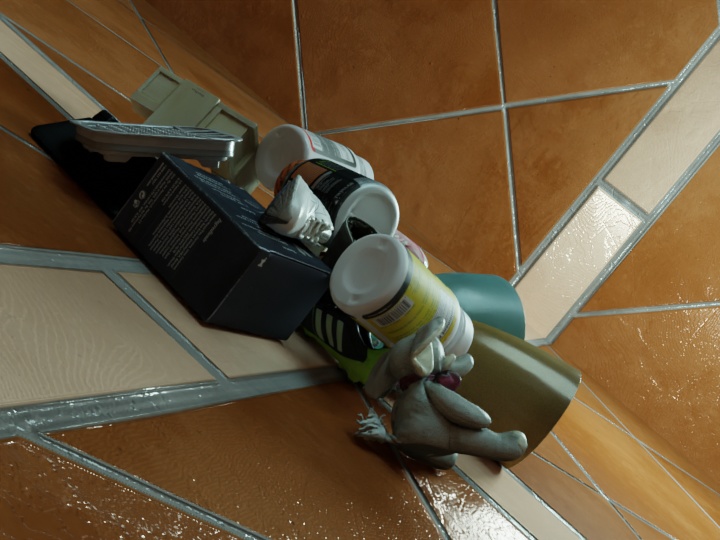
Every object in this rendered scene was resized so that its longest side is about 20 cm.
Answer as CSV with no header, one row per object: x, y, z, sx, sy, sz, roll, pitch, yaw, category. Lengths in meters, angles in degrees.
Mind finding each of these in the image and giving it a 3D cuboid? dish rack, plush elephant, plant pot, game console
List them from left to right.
-0.332,-0.118,1.492,0.200,0.116,0.176,43,-20,23,game console
-0.268,-0.165,1.414,0.199,0.044,0.172,1,12,-26,dish rack
0.086,0.148,1.336,0.200,0.155,0.165,18,-24,-26,plush elephant
0.145,0.093,1.794,0.161,0.201,0.201,12,24,-36,plant pot
0.198,0.165,1.646,0.200,0.187,0.186,38,9,-2,plant pot

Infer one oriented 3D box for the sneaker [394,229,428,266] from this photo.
0.019,-0.056,1.778,0.200,0.075,0.105,43,2,33,sneaker

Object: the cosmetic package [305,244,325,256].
-0.088,-0.053,1.856,0.073,0.104,0.200,38,10,0,cosmetic package

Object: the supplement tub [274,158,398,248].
-0.042,-0.099,1.649,0.122,0.123,0.200,31,0,-39,supplement tub

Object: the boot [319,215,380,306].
-0.049,-0.010,1.539,0.182,0.073,0.200,39,-34,8,boot

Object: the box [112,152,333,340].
-0.168,-0.026,1.365,0.200,0.118,0.197,42,9,26,box

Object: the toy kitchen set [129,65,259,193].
-0.295,-0.188,1.799,0.200,0.163,0.181,33,-25,14,toy kitchen set

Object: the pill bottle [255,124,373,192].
-0.073,-0.167,1.830,0.114,0.114,0.200,45,17,33,pill bottle

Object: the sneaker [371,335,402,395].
0.053,0.115,1.619,0.200,0.078,0.140,-95,159,-47,sneaker

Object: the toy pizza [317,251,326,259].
0.000,0.000,1.707,0.200,0.032,0.200,7,-12,2,toy pizza

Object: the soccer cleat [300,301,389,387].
-0.033,0.076,1.510,0.200,0.081,0.067,43,10,26,soccer cleat

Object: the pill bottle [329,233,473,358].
0.059,0.047,1.417,0.200,0.114,0.114,42,5,-44,pill bottle

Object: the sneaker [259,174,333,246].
-0.071,-0.071,1.390,0.087,0.075,0.200,44,9,-2,sneaker
